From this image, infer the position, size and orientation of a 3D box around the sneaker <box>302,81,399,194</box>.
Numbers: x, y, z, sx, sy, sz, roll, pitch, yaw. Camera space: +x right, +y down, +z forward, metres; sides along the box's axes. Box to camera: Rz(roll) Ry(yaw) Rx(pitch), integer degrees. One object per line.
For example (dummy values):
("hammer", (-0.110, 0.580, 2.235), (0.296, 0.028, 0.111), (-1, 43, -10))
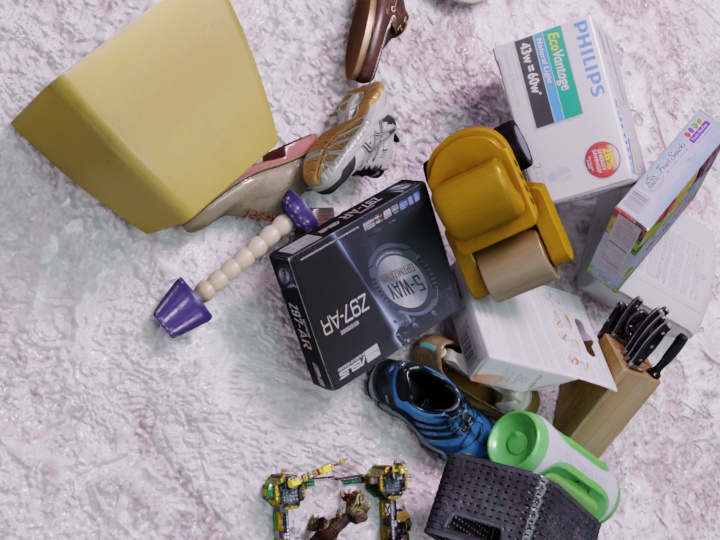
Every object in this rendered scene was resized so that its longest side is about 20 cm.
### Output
("sneaker", (0.002, -0.135, 1.167), (0.089, 0.075, 0.201), (62, 36, -27))

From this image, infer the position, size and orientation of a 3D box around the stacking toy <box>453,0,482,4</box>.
("stacking toy", (0.169, -0.431, 1.254), (0.144, 0.199, 0.149), (9, 74, -32))

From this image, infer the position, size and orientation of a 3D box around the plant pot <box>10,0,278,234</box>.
("plant pot", (-0.202, -0.152, 1.031), (0.200, 0.199, 0.177), (-44, 108, -25))

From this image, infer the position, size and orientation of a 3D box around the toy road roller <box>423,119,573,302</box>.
("toy road roller", (0.144, -0.059, 1.132), (0.203, 0.121, 0.146), (65, 19, -7))

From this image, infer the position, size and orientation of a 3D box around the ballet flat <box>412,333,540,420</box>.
("ballet flat", (0.154, 0.133, 1.239), (0.198, 0.072, 0.069), (32, 73, -21))

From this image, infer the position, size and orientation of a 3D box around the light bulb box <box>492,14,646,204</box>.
("light bulb box", (0.264, -0.189, 1.262), (0.199, 0.123, 0.202), (-11, 86, -68))

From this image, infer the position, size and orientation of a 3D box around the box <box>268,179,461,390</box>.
("box", (0.010, 0.013, 1.133), (0.198, 0.043, 0.163), (-30, 113, -30))

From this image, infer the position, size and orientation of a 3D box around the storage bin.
("storage bin", (0.176, 0.290, 1.156), (0.200, 0.133, 0.095), (42, 63, -49))

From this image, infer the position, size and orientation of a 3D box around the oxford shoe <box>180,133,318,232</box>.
("oxford shoe", (-0.112, -0.082, 1.134), (0.198, 0.070, 0.076), (-31, 102, -27))

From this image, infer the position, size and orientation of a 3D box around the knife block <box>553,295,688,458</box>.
("knife block", (0.325, 0.139, 1.271), (0.063, 0.175, 0.204), (19, 74, -22))

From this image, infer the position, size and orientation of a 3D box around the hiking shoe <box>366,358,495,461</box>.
("hiking shoe", (0.099, 0.172, 1.196), (0.198, 0.086, 0.075), (33, 69, -20))

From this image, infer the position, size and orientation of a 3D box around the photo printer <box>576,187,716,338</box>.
("photo printer", (0.398, -0.010, 1.390), (0.198, 0.069, 0.169), (25, 71, -21))

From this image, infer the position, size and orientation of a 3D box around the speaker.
("speaker", (0.235, 0.240, 1.232), (0.199, 0.088, 0.090), (37, 66, -39))

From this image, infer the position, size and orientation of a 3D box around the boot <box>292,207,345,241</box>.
("boot", (0.000, 0.000, 1.188), (0.197, 0.070, 0.149), (-5, 91, -27))

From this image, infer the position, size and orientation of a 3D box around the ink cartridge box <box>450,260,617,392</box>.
("ink cartridge box", (0.203, 0.077, 1.247), (0.197, 0.050, 0.164), (18, 38, -28))

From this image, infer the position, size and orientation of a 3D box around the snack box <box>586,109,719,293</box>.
("snack box", (0.368, -0.085, 1.267), (0.053, 0.143, 0.200), (37, 64, 17))

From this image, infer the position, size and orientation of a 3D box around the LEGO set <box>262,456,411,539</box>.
("LEGO set", (-0.007, 0.280, 1.107), (0.197, 0.115, 0.157), (10, 78, -27))

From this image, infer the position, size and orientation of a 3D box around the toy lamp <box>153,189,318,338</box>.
("toy lamp", (-0.136, -0.005, 1.099), (0.199, 0.058, 0.058), (-41, 102, -12))

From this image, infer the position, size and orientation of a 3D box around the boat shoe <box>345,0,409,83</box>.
("boat shoe", (0.029, -0.318, 1.240), (0.069, 0.070, 0.204), (15, 76, -20))

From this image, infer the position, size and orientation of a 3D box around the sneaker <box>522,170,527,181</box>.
("sneaker", (0.196, -0.069, 1.289), (0.070, 0.080, 0.202), (-36, 101, -29))
